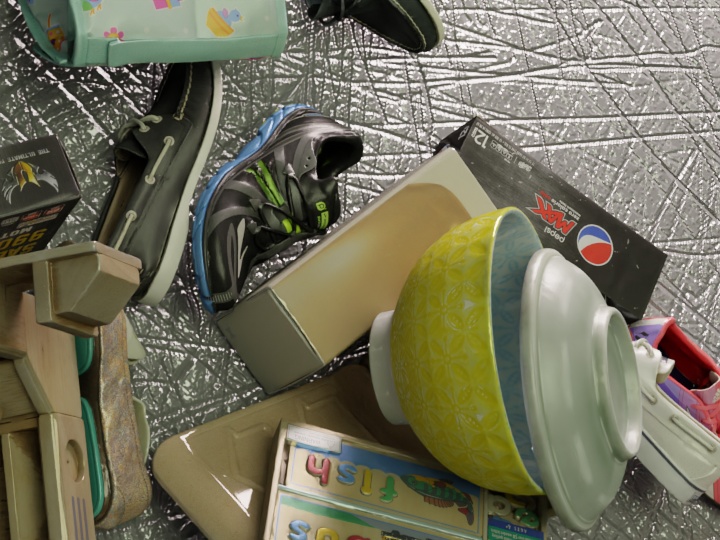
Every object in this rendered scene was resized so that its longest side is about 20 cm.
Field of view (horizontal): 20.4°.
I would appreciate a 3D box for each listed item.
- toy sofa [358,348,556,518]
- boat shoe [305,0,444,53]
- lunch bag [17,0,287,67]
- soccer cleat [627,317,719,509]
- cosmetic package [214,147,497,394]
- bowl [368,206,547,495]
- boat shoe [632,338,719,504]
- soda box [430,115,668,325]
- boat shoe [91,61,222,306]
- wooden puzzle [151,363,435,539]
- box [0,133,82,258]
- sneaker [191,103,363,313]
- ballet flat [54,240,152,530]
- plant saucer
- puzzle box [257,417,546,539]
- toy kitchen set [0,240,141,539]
[{"bbox_3d":[0.105,0.090,1.513,0.200,0.083,0.098,40,61,-11],"label":"toy sofa"},{"bbox_3d":[-0.026,-0.225,1.546,0.199,0.074,0.066,42,62,-10],"label":"boat shoe"},{"bbox_3d":[-0.157,-0.218,1.424,0.170,0.122,0.200,-5,54,-30],"label":"lunch bag"},{"bbox_3d":[0.278,0.120,1.601,0.200,0.073,0.068,50,59,-6],"label":"soccer cleat"},{"bbox_3d":[0.000,0.000,1.473,0.200,0.105,0.071,-38,94,-30],"label":"cosmetic package"},{"bbox_3d":[0.069,0.062,1.382,0.200,0.107,0.201,-9,90,-71],"label":"bowl"},{"bbox_3d":[0.212,0.086,1.553,0.070,0.071,0.200,-43,82,11],"label":"boat shoe"},{"bbox_3d":[0.141,-0.032,1.581,0.200,0.063,0.071,34,62,-14],"label":"soda box"},{"bbox_3d":[-0.150,-0.075,1.437,0.060,0.074,0.200,21,73,-24],"label":"boat shoe"},{"bbox_3d":[-0.022,0.165,1.401,0.200,0.046,0.185,-22,57,-40],"label":"wooden puzzle"},{"bbox_3d":[-0.296,-0.014,1.285,0.200,0.158,0.048,-16,75,-31],"label":"box"},{"bbox_3d":[-0.060,-0.048,1.452,0.083,0.071,0.200,17,49,21],"label":"sneaker"},{"bbox_3d":[-0.180,0.079,1.384,0.067,0.068,0.200,3,78,-47],"label":"ballet flat"},{"bbox_3d":[0.161,0.081,1.400,0.200,0.050,0.201,-9,90,-71],"label":"plant saucer"},{"bbox_3d":[0.030,0.178,1.354,0.200,0.025,0.133,16,40,-8],"label":"puzzle box"},{"bbox_3d":[-0.211,0.089,1.243,0.200,0.163,0.181,30,51,-70],"label":"toy kitchen set"}]
